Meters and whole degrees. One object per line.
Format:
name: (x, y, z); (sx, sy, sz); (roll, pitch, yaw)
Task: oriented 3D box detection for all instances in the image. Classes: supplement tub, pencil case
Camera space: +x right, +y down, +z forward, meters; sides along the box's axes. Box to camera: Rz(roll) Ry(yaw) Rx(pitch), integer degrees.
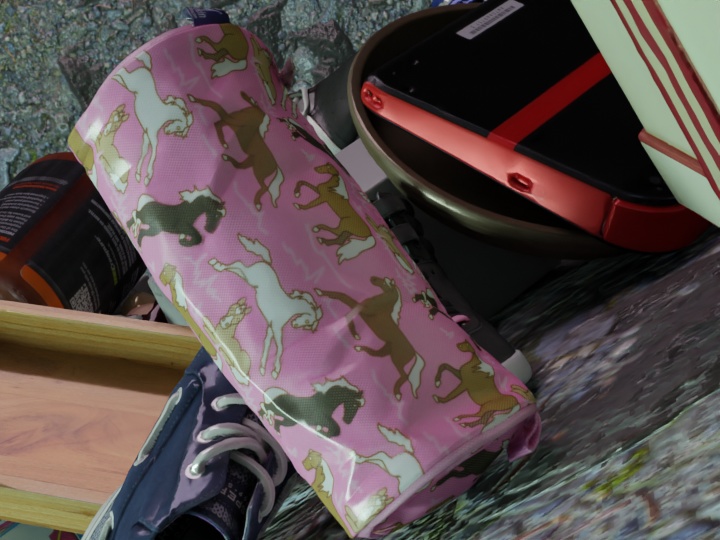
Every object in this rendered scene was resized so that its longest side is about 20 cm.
supplement tub: (-0.210, 0.014, 0.989); (0.107, 0.107, 0.200); (-29, 17, 31)
pencil case: (-0.021, 0.002, 0.588); (0.086, 0.201, 0.083); (-39, -14, 13)

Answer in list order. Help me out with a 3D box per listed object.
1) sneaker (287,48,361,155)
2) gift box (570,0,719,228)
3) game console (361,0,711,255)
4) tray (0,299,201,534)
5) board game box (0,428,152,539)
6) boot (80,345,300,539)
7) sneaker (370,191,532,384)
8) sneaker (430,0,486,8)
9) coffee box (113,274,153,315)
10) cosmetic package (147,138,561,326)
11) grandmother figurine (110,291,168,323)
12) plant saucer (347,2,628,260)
sneaker: (-0.063, -0.067, 0.950); (0.200, 0.088, 0.074); (-47, 16, 21)
gift box: (0.166, -0.107, 0.507); (0.184, 0.187, 0.200); (-34, 21, 3)
game console: (0.123, -0.089, 0.810); (0.200, 0.176, 0.031); (-36, -36, -43)
tray: (-0.141, 0.068, 0.747); (0.198, 0.037, 0.099); (7, 53, 14)
board game box: (-0.151, 0.136, 0.838); (0.147, 0.065, 0.200); (-35, 7, -19)
boot: (-0.042, 0.067, 0.634); (0.201, 0.072, 0.090); (-59, 13, 0)
sneaker: (0.017, 0.019, 0.725); (0.070, 0.100, 0.200); (-31, 7, -3)
sneaker: (0.069, -0.136, 0.991); (0.075, 0.089, 0.200); (-31, 0, -7)
coffee box: (-0.192, 0.104, 1.081); (0.079, 0.115, 0.200); (-28, 8, 38)
cosmetic package: (0.000, 0.000, 0.866); (0.199, 0.108, 0.085); (-36, 23, -25)
grandmother figurine: (-0.128, 0.048, 0.916); (0.122, 0.060, 0.200); (-61, 6, 1)
plant saucer: (0.089, -0.071, 0.819); (0.200, 0.199, 0.030); (-37, -29, -41)
